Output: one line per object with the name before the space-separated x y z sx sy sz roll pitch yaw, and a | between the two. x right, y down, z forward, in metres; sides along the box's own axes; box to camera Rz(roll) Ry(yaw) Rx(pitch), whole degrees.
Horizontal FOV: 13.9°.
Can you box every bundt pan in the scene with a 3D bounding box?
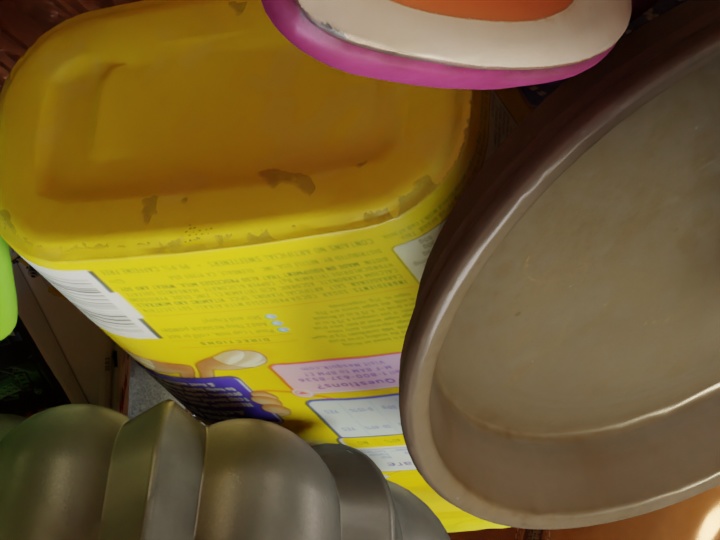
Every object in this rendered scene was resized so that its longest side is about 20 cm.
bundt pan | -0.057 0.098 0.868 0.201 0.076 0.202 5 154 3

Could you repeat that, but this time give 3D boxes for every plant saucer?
plant saucer | 0.095 -0.008 0.771 0.200 0.030 0.200 -22 145 -16

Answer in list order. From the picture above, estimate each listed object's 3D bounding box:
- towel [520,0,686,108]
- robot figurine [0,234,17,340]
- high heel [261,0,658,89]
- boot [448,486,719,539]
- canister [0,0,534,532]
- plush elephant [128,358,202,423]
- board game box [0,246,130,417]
towel | 0.089 -0.052 0.832 0.200 0.024 0.145 -15 148 40
robot figurine | -0.197 0.000 0.796 0.199 0.176 0.116 -14 119 -16
high heel | 0.021 -0.064 0.676 0.096 0.068 0.200 -25 175 38
boot | 0.100 0.108 1.015 0.199 0.156 0.077 -10 150 33
canister | 0.000 0.000 0.841 0.148 0.087 0.200 -6 153 21
plush elephant | -0.078 0.081 1.029 0.164 0.200 0.155 23 128 -33
board game box | -0.172 0.012 0.936 0.199 0.127 0.035 6 -163 4
